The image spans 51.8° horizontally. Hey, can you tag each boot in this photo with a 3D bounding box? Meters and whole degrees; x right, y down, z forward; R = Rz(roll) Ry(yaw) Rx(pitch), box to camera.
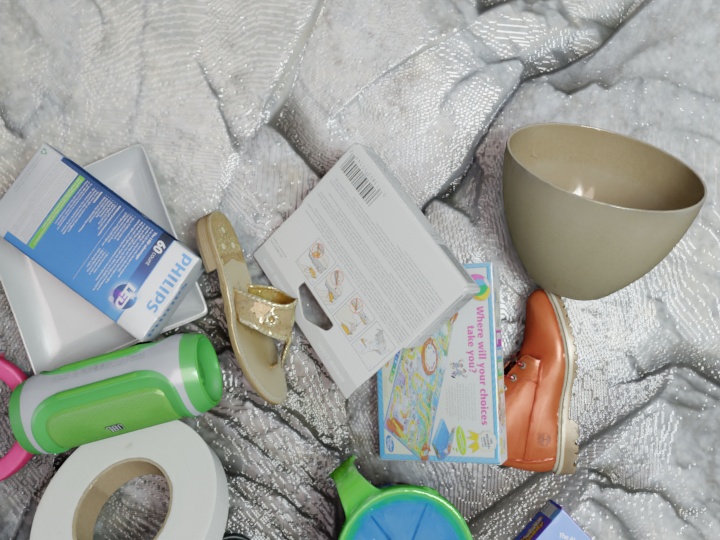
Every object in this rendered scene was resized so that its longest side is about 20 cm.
[{"bbox_3d":[0.176,0.115,0.797,0.105,0.075,0.205,1,87,3],"label":"boot"}]

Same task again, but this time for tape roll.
[{"bbox_3d":[-0.227,0.241,0.731,0.199,0.037,0.206,-9,50,11],"label":"tape roll"}]

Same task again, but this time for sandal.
[{"bbox_3d":[-0.100,0.034,0.770,0.069,0.078,0.215,-20,94,20],"label":"sandal"}]

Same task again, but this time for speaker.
[{"bbox_3d":[-0.244,0.124,0.749,0.196,0.088,0.090,-16,86,5],"label":"speaker"}]

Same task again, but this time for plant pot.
[{"bbox_3d":[0.232,-0.050,0.768,0.196,0.202,0.137,9,122,-2],"label":"plant pot"}]

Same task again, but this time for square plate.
[{"bbox_3d":[-0.289,-0.008,0.807,0.195,0.028,0.203,-23,87,-3],"label":"square plate"}]

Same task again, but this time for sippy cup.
[{"bbox_3d":[0.040,0.275,0.747,0.137,0.130,0.182,-3,85,-2],"label":"sippy cup"}]

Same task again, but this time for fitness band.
[{"bbox_3d":[-0.436,0.157,0.784,0.196,0.037,0.147,-1,86,-1],"label":"fitness band"}]

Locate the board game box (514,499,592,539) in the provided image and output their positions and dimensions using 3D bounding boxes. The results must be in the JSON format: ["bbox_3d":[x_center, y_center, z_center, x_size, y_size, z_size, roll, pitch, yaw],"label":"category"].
[{"bbox_3d":[0.234,0.370,0.790,0.134,0.045,0.200,-44,88,-5],"label":"board game box"}]

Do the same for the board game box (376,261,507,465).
[{"bbox_3d":[0.083,0.097,0.785,0.132,0.034,0.205,-3,86,24],"label":"board game box"}]

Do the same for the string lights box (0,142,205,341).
[{"bbox_3d":[-0.269,-0.027,0.766,0.199,0.059,0.103,37,85,0],"label":"string lights box"}]

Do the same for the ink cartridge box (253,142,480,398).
[{"bbox_3d":[0.000,0.000,0.784,0.176,0.044,0.201,-43,69,20],"label":"ink cartridge box"}]

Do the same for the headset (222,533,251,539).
[{"bbox_3d":[-0.146,0.330,0.748,0.196,0.123,0.096,1,94,15],"label":"headset"}]
